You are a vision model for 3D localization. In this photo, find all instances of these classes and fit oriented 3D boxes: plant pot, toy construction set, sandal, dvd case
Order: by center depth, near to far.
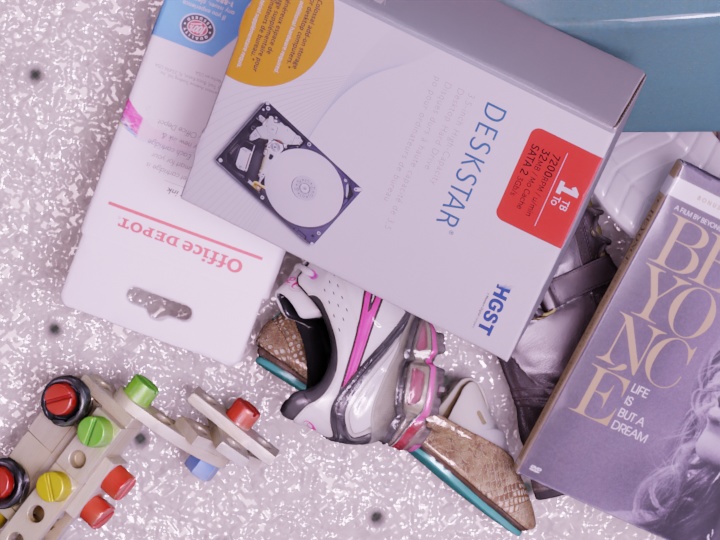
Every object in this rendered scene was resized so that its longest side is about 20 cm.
[{"bbox_3d":[0.136,-0.159,1.347,0.199,0.141,0.142,-6,66,3],"label":"plant pot"},{"bbox_3d":[0.197,0.056,1.372,0.148,0.016,0.200,25,101,-13],"label":"dvd case"},{"bbox_3d":[-0.146,0.136,1.405,0.131,0.092,0.200,41,85,17],"label":"toy construction set"},{"bbox_3d":[0.144,-0.075,1.409,0.082,0.050,0.203,-41,76,-18],"label":"sandal"}]

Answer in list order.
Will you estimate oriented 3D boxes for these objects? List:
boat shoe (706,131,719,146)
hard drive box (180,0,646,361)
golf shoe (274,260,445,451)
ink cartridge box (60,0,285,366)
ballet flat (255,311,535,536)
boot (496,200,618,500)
[{"bbox_3d":[0.278,-0.050,1.429,0.200,0.075,0.073,36,66,0],"label":"boat shoe"},{"bbox_3d":[0.027,-0.071,1.282,0.200,0.077,0.156,25,122,6],"label":"hard drive box"},{"bbox_3d":[0.000,0.000,1.374,0.092,0.073,0.200,9,65,-17],"label":"golf shoe"},{"bbox_3d":[-0.087,-0.059,1.397,0.115,0.068,0.200,21,95,-5],"label":"ink cartridge box"},{"bbox_3d":[0.033,0.078,1.424,0.200,0.071,0.065,35,85,-9],"label":"ballet flat"},{"bbox_3d":[0.153,0.028,1.426,0.200,0.069,0.175,-18,87,-13],"label":"boot"}]
